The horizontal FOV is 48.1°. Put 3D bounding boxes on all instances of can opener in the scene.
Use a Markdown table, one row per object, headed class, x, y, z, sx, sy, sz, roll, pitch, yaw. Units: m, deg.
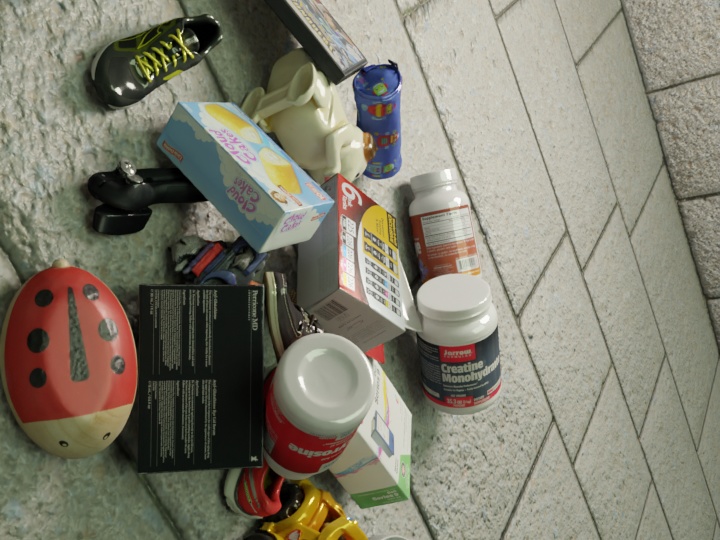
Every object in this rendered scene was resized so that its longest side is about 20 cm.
| class | x | y | z | sx | sy | sz | roll | pitch | yaw |
| --- | --- | --- | --- | --- | --- | --- | --- | --- | --- |
| can opener | -0.244 | -0.099 | 0.970 | 0.063 | 0.079 | 0.199 | 43 | 31 | 15 |

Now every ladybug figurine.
| class | x | y | z | sx | sy | sz | roll | pitch | yaw |
| --- | --- | --- | --- | --- | --- | --- | --- | --- | --- |
| ladybug figurine | -0.291 | 0.087 | 0.815 | 0.133 | 0.072 | 0.204 | -10 | 85 | -28 |

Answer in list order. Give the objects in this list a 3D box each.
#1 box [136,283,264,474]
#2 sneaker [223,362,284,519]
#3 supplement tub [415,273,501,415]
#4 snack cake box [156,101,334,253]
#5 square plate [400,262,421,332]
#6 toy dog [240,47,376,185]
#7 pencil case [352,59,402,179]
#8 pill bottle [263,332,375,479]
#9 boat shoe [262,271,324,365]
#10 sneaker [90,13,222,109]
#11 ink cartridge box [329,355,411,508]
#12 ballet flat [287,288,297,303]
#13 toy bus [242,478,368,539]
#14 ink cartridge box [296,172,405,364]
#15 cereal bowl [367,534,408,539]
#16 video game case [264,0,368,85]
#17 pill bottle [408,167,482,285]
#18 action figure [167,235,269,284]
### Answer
| class | x | y | z | sx | sy | sz | roll | pitch | yaw |
| --- | --- | --- | --- | --- | --- | --- | --- | --- | --- |
| box | -0.181 | 0.118 | 0.913 | 0.138 | 0.079 | 0.205 | 1 | 88 | -14 |
| sneaker | -0.107 | 0.221 | 1.046 | 0.077 | 0.083 | 0.204 | 43 | 52 | -51 |
| supplement tub | 0.164 | 0.124 | 1.353 | 0.140 | 0.138 | 0.204 | -43 | 132 | -48 |
| snack cake box | -0.142 | -0.120 | 0.995 | 0.200 | 0.068 | 0.114 | 45 | 26 | 15 |
| square plate | 0.011 | -0.003 | 1.256 | 0.197 | 0.028 | 0.203 | 18 | 50 | -55 |
| toy dog | -0.067 | -0.203 | 1.176 | 0.200 | 0.138 | 0.196 | 49 | 28 | -36 |
| pencil case | 0.027 | -0.233 | 1.260 | 0.201 | 0.077 | 0.088 | 86 | -17 | -57 |
| pill bottle | -0.058 | 0.167 | 0.930 | 0.110 | 0.201 | 0.114 | 8 | 56 | -12 |
| boat shoe | -0.076 | 0.079 | 0.983 | 0.073 | 0.063 | 0.203 | -104 | -176 | -52 |
| sneaker | -0.243 | -0.264 | 0.972 | 0.075 | 0.083 | 0.201 | 60 | 42 | -24 |
| ink cartridge box | 0.000 | 0.219 | 1.145 | 0.147 | 0.086 | 0.201 | -84 | 150 | -45 |
| ballet flat | -0.041 | 0.069 | 1.187 | 0.198 | 0.064 | 0.072 | 18 | 73 | -49 |
| toy bus | -0.049 | 0.368 | 1.012 | 0.137 | 0.189 | 0.201 | 59 | 41 | -23 |
| ink cartridge box | 0.000 | 0.000 | 1.115 | 0.175 | 0.083 | 0.203 | 34 | 40 | -37 |
| cereal bowl | 0.018 | 0.484 | 1.163 | 0.198 | 0.082 | 0.205 | 14 | 72 | -51 |
| video game case | -0.074 | -0.363 | 1.161 | 0.201 | 0.025 | 0.181 | 49 | 21 | -8 |
| pill bottle | 0.146 | -0.072 | 1.428 | 0.111 | 0.111 | 0.205 | -14 | 93 | -53 |
| action figure | -0.182 | 0.045 | 1.012 | 0.199 | 0.104 | 0.195 | -39 | 111 | -17 |
